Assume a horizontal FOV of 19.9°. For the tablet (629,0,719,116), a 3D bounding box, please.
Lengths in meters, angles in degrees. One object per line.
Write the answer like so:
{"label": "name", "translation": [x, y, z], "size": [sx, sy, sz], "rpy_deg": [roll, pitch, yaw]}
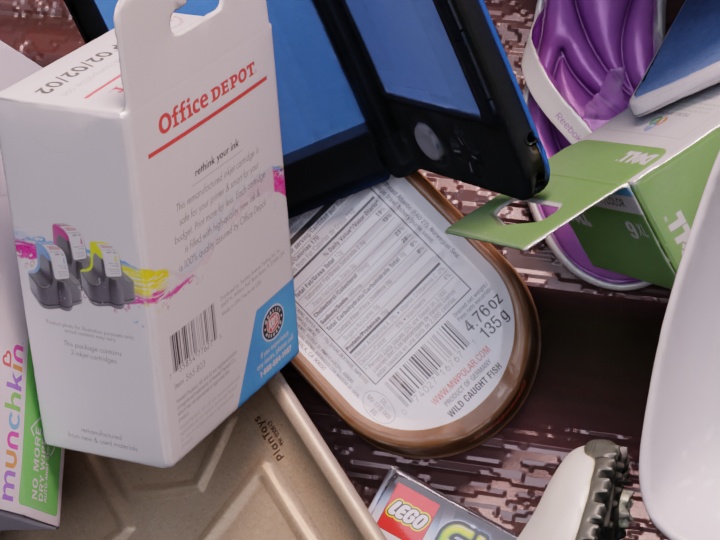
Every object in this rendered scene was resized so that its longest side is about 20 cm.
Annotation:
{"label": "tablet", "translation": [0.214, -0.133, 0.887], "size": [0.199, 0.130, 0.014], "rpy_deg": [-23, 112, 37]}

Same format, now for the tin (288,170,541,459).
{"label": "tin", "translation": [0.000, 0.000, 0.982], "size": [0.112, 0.042, 0.200], "rpy_deg": [-44, 76, -3]}

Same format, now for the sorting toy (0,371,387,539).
{"label": "sorting toy", "translation": [-0.097, 0.127, 0.963], "size": [0.200, 0.036, 0.186], "rpy_deg": [-40, 66, 12]}

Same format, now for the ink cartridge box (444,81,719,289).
{"label": "ink cartridge box", "translation": [0.146, -0.043, 0.899], "size": [0.199, 0.104, 0.059], "rpy_deg": [-33, 105, -11]}

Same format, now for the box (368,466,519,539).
{"label": "box", "translation": [0.076, 0.185, 0.937], "size": [0.199, 0.035, 0.110], "rpy_deg": [27, 86, 14]}

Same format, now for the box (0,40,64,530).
{"label": "box", "translation": [-0.221, 0.011, 0.900], "size": [0.175, 0.097, 0.201], "rpy_deg": [-5, 73, 20]}

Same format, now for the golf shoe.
{"label": "golf shoe", "translation": [0.055, 0.159, 0.891], "size": [0.088, 0.077, 0.201], "rpy_deg": [22, 84, 20]}

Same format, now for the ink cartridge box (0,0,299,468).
{"label": "ink cartridge box", "translation": [-0.087, -0.035, 0.859], "size": [0.068, 0.115, 0.201], "rpy_deg": [9, 118, 26]}

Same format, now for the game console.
{"label": "game console", "translation": [-0.035, -0.103, 0.885], "size": [0.118, 0.171, 0.201], "rpy_deg": [-34, 115, -18]}

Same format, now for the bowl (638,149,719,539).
{"label": "bowl", "translation": [0.224, 0.041, 0.812], "size": [0.199, 0.075, 0.201], "rpy_deg": [19, 107, 24]}

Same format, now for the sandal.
{"label": "sandal", "translation": [0.111, -0.092, 0.968], "size": [0.082, 0.050, 0.204], "rpy_deg": [-4, 81, 11]}
